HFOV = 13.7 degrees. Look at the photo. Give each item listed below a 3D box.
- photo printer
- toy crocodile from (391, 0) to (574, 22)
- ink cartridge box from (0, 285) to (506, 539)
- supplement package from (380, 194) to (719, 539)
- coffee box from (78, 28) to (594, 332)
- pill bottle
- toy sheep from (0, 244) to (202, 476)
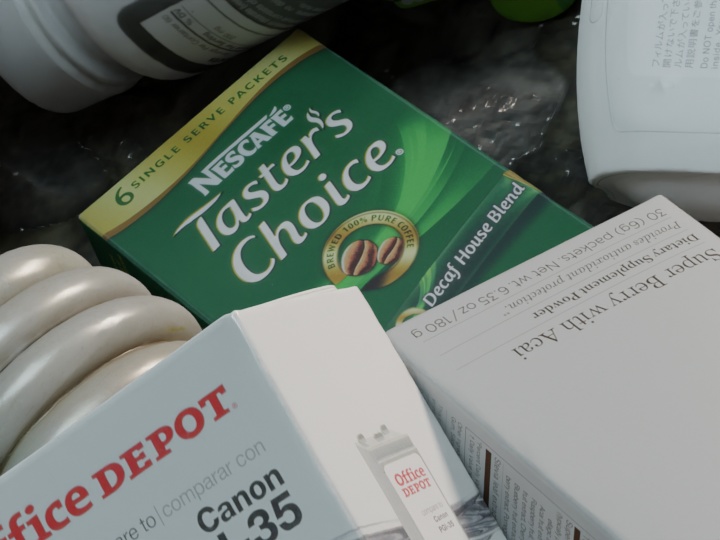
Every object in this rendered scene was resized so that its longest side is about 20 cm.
[{"bbox_3d":[0.174,-0.095,1.072,0.200,0.069,0.167,2,75,29],"label":"photo printer"},{"bbox_3d":[0.097,-0.148,1.181,0.200,0.062,0.068,-11,49,12],"label":"toy crocodile"},{"bbox_3d":[-0.023,0.126,0.900,0.146,0.083,0.200,-35,79,26],"label":"ink cartridge box"},{"bbox_3d":[0.112,0.090,0.924,0.121,0.120,0.200,-26,46,-27],"label":"supplement package"},{"bbox_3d":[0.000,0.000,1.108,0.123,0.044,0.200,-41,50,-14],"label":"coffee box"},{"bbox_3d":[-0.055,-0.144,1.171,0.200,0.114,0.114,-23,45,27],"label":"pill bottle"},{"bbox_3d":[-0.108,0.060,1.045,0.200,0.138,0.138,41,73,20],"label":"toy sheep"}]
